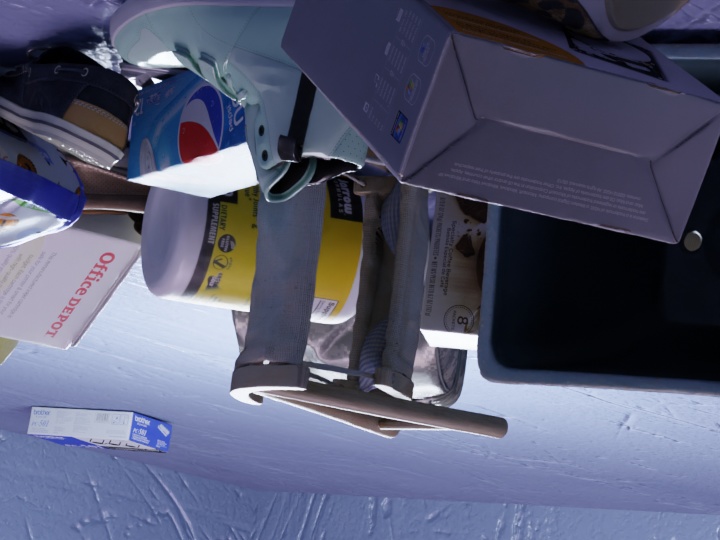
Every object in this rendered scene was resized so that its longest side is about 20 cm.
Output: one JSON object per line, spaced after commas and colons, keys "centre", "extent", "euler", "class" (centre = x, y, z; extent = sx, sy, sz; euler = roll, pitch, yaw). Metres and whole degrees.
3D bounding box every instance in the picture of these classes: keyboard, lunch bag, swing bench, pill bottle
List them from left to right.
{"centre": [-0.307, -0.082, 1.742], "extent": [0.199, 0.125, 0.170], "euler": [13, 174, 28], "class": "lunch bag"}
{"centre": [-0.122, -0.112, 1.755], "extent": [0.056, 0.011, 0.200], "euler": [2, 169, 6], "class": "keyboard"}
{"centre": [-0.055, -0.022, 1.888], "extent": [0.198, 0.113, 0.112], "euler": [9, 170, -21], "class": "pill bottle"}
{"centre": [-0.005, 0.036, 2.093], "extent": [0.198, 0.141, 0.168], "euler": [5, 170, 10], "class": "lunch bag"}
{"centre": [0.000, 0.000, 1.730], "extent": [0.199, 0.201, 0.129], "euler": [17, 167, -38], "class": "swing bench"}

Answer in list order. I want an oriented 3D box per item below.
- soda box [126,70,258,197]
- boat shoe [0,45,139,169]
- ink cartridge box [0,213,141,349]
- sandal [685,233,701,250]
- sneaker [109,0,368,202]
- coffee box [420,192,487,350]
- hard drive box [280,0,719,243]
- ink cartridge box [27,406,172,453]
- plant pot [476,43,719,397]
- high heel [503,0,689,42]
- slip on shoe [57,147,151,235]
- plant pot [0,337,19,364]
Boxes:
{"centre": [-0.074, -0.096, 1.622], "extent": [0.067, 0.065, 0.199], "euler": [11, 167, -31], "class": "soda box"}
{"centre": [-0.193, -0.112, 1.660], "extent": [0.074, 0.063, 0.200], "euler": [26, 178, -24], "class": "boat shoe"}
{"centre": [-0.289, -0.026, 1.974], "extent": [0.199, 0.084, 0.145], "euler": [14, 136, -29], "class": "ink cartridge box"}
{"centre": [0.312, -0.018, 1.779], "extent": [0.199, 0.080, 0.057], "euler": [12, -172, 15], "class": "sandal"}
{"centre": [-0.074, -0.101, 1.466], "extent": [0.199, 0.119, 0.074], "euler": [2, 170, 37], "class": "sneaker"}
{"centre": [0.152, 0.007, 1.892], "extent": [0.198, 0.114, 0.080], "euler": [6, 170, 9], "class": "coffee box"}
{"centre": [0.066, -0.097, 1.263], "extent": [0.155, 0.077, 0.200], "euler": [12, -163, -24], "class": "hard drive box"}
{"centre": [-0.381, 0.232, 3.706], "extent": [0.199, 0.045, 0.094], "euler": [1, 166, 36], "class": "ink cartridge box"}
{"centre": [0.202, -0.022, 1.510], "extent": [0.195, 0.198, 0.200], "euler": [3, 177, 27], "class": "plant pot"}
{"centre": [0.067, -0.165, 1.232], "extent": [0.142, 0.072, 0.199], "euler": [24, -169, 39], "class": "high heel"}
{"centre": [-0.154, -0.053, 1.943], "extent": [0.199, 0.061, 0.076], "euler": [16, 167, -38], "class": "slip on shoe"}
{"centre": [-0.385, -0.008, 2.103], "extent": [0.198, 0.201, 0.143], "euler": [5, 141, 16], "class": "plant pot"}
